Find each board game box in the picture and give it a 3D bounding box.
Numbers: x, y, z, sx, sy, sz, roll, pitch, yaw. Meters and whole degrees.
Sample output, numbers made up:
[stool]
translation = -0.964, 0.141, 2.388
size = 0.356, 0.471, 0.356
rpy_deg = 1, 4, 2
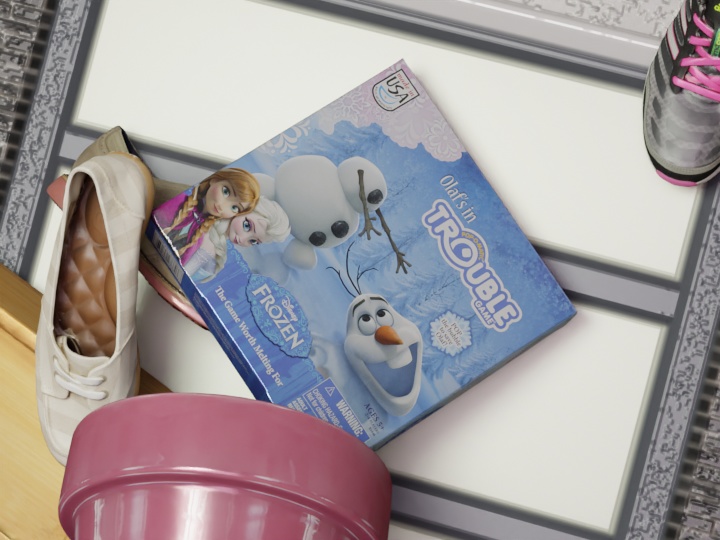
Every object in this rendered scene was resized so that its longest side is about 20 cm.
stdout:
[board game box]
translation = 0.000, 0.000, 1.456
size = 0.199, 0.043, 0.200
rpy_deg = -32, 82, -17

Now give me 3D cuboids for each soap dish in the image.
[soap dish]
translation = -0.220, 0.105, 1.497
size = 0.200, 0.081, 0.158
rpy_deg = 35, 92, 11

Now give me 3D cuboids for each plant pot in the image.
[plant pot]
translation = -0.087, 0.193, 1.349
size = 0.199, 0.200, 0.180
rpy_deg = 2, 60, 9

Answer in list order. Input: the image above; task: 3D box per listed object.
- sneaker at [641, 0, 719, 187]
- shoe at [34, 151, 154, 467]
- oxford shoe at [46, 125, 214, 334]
[sneaker]
translation = 0.226, -0.151, 1.440
size = 0.073, 0.087, 0.201
rpy_deg = 23, 90, 9
[shoe]
translation = -0.170, 0.027, 1.416
size = 0.070, 0.053, 0.201
rpy_deg = 9, 98, 15
[oxford shoe]
translation = -0.110, -0.016, 1.494
size = 0.200, 0.070, 0.075
rpy_deg = 39, 89, 9
